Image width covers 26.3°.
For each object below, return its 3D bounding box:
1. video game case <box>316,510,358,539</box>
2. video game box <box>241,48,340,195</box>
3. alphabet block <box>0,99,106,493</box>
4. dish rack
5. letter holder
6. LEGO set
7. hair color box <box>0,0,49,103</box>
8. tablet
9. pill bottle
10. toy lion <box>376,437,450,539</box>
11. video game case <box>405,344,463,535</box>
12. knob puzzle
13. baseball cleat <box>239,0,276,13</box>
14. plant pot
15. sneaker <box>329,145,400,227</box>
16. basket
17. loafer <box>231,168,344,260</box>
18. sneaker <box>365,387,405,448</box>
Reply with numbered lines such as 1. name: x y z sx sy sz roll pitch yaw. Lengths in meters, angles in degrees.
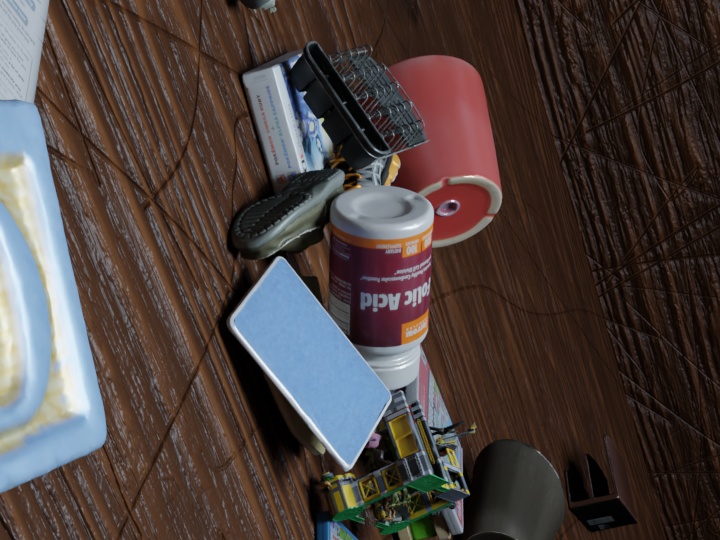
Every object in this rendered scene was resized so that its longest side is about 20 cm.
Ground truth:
1. video game case: -0.014 0.378 1.656 0.143 0.018 0.202 53 29 -53
2. video game box: -0.069 -0.159 1.810 0.200 0.046 0.185 -49 127 -69
3. alphabet block: -0.268 0.030 0.761 0.196 0.198 0.198 -11 89 -73
4. dish rack: 0.010 -0.198 1.792 0.154 0.054 0.199 57 33 6
5. letter holder: 0.477 0.424 3.089 0.200 0.099 0.144 48 32 -59
6. LEGO set: 0.033 0.207 1.707 0.199 0.153 0.117 21 44 -56
7. hair color box: -0.279 -0.178 1.109 0.099 0.060 0.202 57 27 -51
8. tablet: -0.050 0.094 1.574 0.201 0.014 0.130 52 38 -13
9. pill bottle: 0.021 0.021 1.679 0.114 0.113 0.202 -67 161 -62
10. toy lion: 0.067 0.228 1.968 0.192 0.068 0.203 -58 134 -77
11. video game case: 0.091 0.203 1.880 0.144 0.017 0.201 -86 160 -50
12. knob puzzle: -0.072 0.099 1.638 0.219 0.030 0.223 -12 90 -74
13. baseball cleat: -0.126 -0.377 1.760 0.107 0.069 0.201 57 16 -34
14. plant pot: 0.087 -0.141 1.950 0.201 0.199 0.179 52 17 -55
15. sneaker: -0.007 -0.103 1.792 0.078 0.078 0.201 56 23 -26
16. basket: 0.212 0.371 2.213 0.182 0.135 0.200 68 23 -17
17. loafer: -0.067 -0.049 1.646 0.200 0.074 0.071 -38 121 -53
18. sneaker: 0.024 0.150 1.871 0.200 0.069 0.083 -38 123 -65
